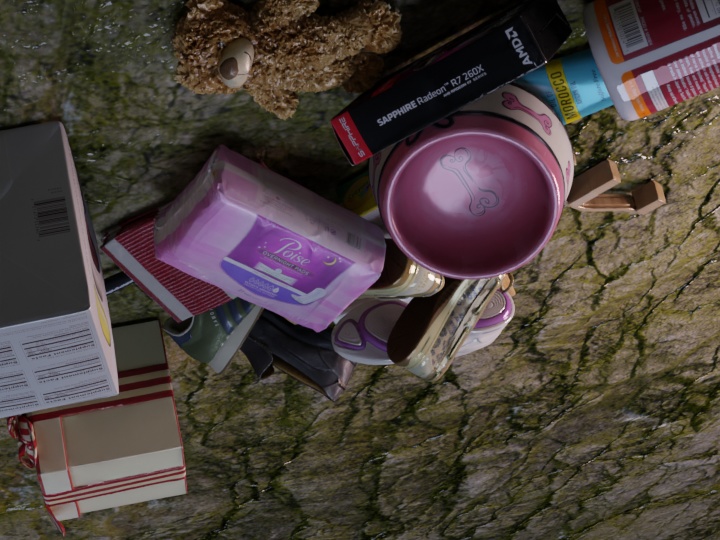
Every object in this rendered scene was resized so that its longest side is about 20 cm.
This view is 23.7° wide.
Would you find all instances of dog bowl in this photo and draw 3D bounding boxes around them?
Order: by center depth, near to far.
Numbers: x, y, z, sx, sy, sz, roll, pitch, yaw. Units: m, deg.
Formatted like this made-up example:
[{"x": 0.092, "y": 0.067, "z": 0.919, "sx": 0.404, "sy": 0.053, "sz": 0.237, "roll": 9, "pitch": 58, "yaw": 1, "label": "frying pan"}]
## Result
[{"x": 0.105, "y": -0.079, "z": 1.621, "sx": 0.199, "sy": 0.074, "sz": 0.201, "roll": 2, "pitch": 124, "yaw": 2, "label": "dog bowl"}]

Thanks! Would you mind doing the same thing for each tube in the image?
[{"x": 0.232, "y": -0.184, "z": 1.612, "sx": 0.199, "sy": 0.050, "sz": 0.078, "roll": -19, "pitch": 114, "yaw": 13, "label": "tube"}]

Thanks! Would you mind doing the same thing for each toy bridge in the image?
[{"x": 0.246, "y": -0.092, "z": 1.836, "sx": 0.067, "sy": 0.027, "sz": 0.199, "roll": -30, "pitch": 150, "yaw": 33, "label": "toy bridge"}]

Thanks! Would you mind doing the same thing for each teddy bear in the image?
[{"x": -0.057, "y": -0.183, "z": 1.443, "sx": 0.199, "sy": 0.067, "sz": 0.145, "roll": 9, "pitch": 144, "yaw": -42, "label": "teddy bear"}]

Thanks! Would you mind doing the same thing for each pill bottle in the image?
[{"x": 0.305, "y": -0.217, "z": 1.504, "sx": 0.199, "sy": 0.114, "sz": 0.113, "roll": -20, "pitch": 154, "yaw": 15, "label": "pill bottle"}]

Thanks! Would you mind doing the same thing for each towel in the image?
[{"x": -0.142, "y": -0.027, "z": 1.720, "sx": 0.199, "sy": 0.023, "sz": 0.144, "roll": -24, "pitch": 132, "yaw": 22, "label": "towel"}]

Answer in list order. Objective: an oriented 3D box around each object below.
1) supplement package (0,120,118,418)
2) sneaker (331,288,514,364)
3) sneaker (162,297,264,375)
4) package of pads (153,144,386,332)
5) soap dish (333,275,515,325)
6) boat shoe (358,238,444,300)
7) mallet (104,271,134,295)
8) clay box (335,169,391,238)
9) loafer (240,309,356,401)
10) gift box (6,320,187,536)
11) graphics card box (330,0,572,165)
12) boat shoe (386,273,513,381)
[{"x": -0.312, "y": 0.006, "z": 1.554, "sx": 0.146, "sy": 0.192, "sz": 0.200, "roll": -10, "pitch": 156, "yaw": -5, "label": "supplement package"}, {"x": 0.065, "y": 0.073, "z": 1.835, "sx": 0.199, "sy": 0.075, "sz": 0.100, "roll": -9, "pitch": 153, "yaw": -13, "label": "sneaker"}, {"x": -0.141, "y": 0.017, "z": 1.811, "sx": 0.090, "sy": 0.067, "sz": 0.201, "roll": 30, "pitch": 120, "yaw": -6, "label": "sneaker"}, {"x": -0.087, "y": -0.029, "z": 1.649, "sx": 0.199, "sy": 0.076, "sz": 0.120, "roll": 26, "pitch": 132, "yaw": -26, "label": "package of pads"}, {"x": 0.060, "y": 0.012, "z": 1.892, "sx": 0.199, "sy": 0.082, "sz": 0.157, "roll": -18, "pitch": 155, "yaw": 9, "label": "soap dish"}, {"x": 0.001, "y": -0.002, "z": 1.757, "sx": 0.063, "sy": 0.074, "sz": 0.200, "roll": 25, "pitch": 166, "yaw": -37, "label": "boat shoe"}, {"x": -0.313, "y": 0.029, "z": 1.798, "sx": 0.199, "sy": 0.066, "sz": 0.041, "roll": -31, "pitch": 155, "yaw": 1, "label": "mallet"}, {"x": 0.087, "y": -0.094, "z": 1.724, "sx": 0.199, "sy": 0.048, "sz": 0.115, "roll": -29, "pitch": 152, "yaw": 27, "label": "clay box"}, {"x": -0.101, "y": 0.084, "z": 1.889, "sx": 0.199, "sy": 0.073, "sz": 0.073, "roll": 15, "pitch": 163, "yaw": 15, "label": "loafer"}, {"x": -0.298, "y": 0.181, "z": 1.929, "sx": 0.185, "sy": 0.201, "sz": 0.185, "roll": -9, "pitch": 150, "yaw": -8, "label": "gift box"}, {"x": 0.080, "y": -0.169, "z": 1.491, "sx": 0.199, "sy": 0.051, "sz": 0.125, "roll": -25, "pitch": -170, "yaw": 26, "label": "graphics card box"}, {"x": 0.105, "y": 0.020, "z": 1.753, "sx": 0.063, "sy": 0.073, "sz": 0.200, "roll": 32, "pitch": 99, "yaw": -31, "label": "boat shoe"}]
